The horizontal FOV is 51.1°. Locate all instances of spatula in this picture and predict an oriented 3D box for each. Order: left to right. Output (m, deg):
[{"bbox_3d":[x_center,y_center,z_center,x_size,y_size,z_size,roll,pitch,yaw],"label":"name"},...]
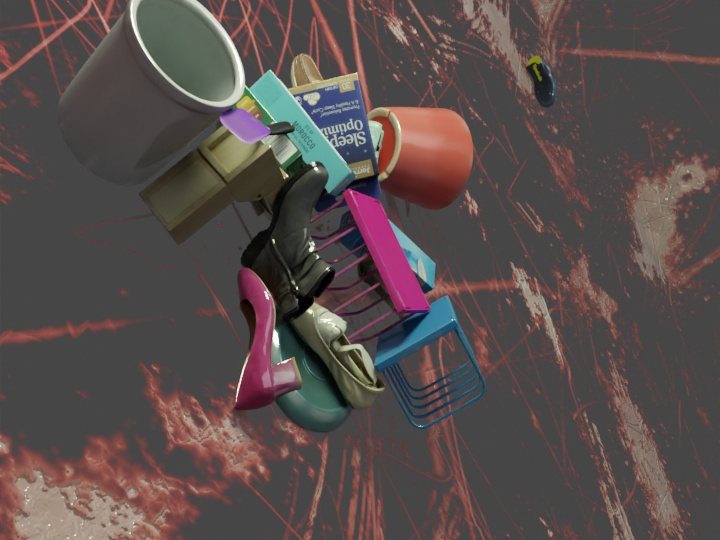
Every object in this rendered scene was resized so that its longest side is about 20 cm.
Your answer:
[{"bbox_3d":[-0.126,-0.190,0.993,0.056,0.021,0.200,39,16,5],"label":"spatula"}]

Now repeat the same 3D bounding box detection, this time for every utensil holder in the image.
[{"bbox_3d":[-0.272,-0.229,0.968,0.168,0.198,0.174,30,44,-34],"label":"utensil holder"}]

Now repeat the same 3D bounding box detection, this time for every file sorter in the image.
[{"bbox_3d":[0.000,0.000,1.195,0.204,0.124,0.138,64,19,12],"label":"file sorter"},{"bbox_3d":[0.110,0.142,1.183,0.125,0.136,0.200,61,7,-6],"label":"file sorter"}]

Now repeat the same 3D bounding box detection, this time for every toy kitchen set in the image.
[{"bbox_3d":[-0.212,-0.115,1.087,0.163,0.180,0.201,45,-12,26],"label":"toy kitchen set"}]

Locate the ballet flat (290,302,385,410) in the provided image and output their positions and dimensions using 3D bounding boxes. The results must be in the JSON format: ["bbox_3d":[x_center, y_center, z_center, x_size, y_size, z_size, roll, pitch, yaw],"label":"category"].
[{"bbox_3d":[-0.031,0.110,1.100,0.202,0.069,0.069,55,34,-7],"label":"ballet flat"}]

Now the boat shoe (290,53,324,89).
[{"bbox_3d":[-0.058,-0.289,1.298,0.075,0.071,0.204,-7,71,-54],"label":"boat shoe"}]

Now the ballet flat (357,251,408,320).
[{"bbox_3d":[0.056,0.056,1.326,0.202,0.046,0.068,54,3,-18],"label":"ballet flat"}]

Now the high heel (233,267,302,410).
[{"bbox_3d":[-0.156,0.090,1.023,0.094,0.068,0.204,-15,68,-23],"label":"high heel"}]

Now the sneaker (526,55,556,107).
[{"bbox_3d":[0.627,-0.634,2.554,0.081,0.073,0.205,23,50,-44],"label":"sneaker"}]

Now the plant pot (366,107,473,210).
[{"bbox_3d":[0.093,-0.229,1.471,0.174,0.200,0.205,3,61,-39],"label":"plant pot"}]

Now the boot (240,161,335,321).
[{"bbox_3d":[-0.075,-0.038,1.062,0.132,0.202,0.069,44,23,26],"label":"boot"}]

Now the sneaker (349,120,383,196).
[{"bbox_3d":[0.003,-0.200,1.327,0.072,0.121,0.201,14,23,-10],"label":"sneaker"}]

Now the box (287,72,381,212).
[{"bbox_3d":[-0.039,-0.208,1.233,0.032,0.118,0.206,177,-100,-85],"label":"box"}]

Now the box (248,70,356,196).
[{"bbox_3d":[-0.088,-0.211,1.172,0.201,0.049,0.082,52,6,2],"label":"box"}]

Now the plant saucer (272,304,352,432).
[{"bbox_3d":[-0.069,0.136,1.113,0.198,0.027,0.204,33,42,-34],"label":"plant saucer"}]

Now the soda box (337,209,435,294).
[{"bbox_3d":[0.050,-0.033,1.361,0.199,0.064,0.069,40,38,-26],"label":"soda box"}]

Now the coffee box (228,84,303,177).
[{"bbox_3d":[-0.163,-0.223,1.131,0.201,0.044,0.123,49,-7,3],"label":"coffee box"}]
